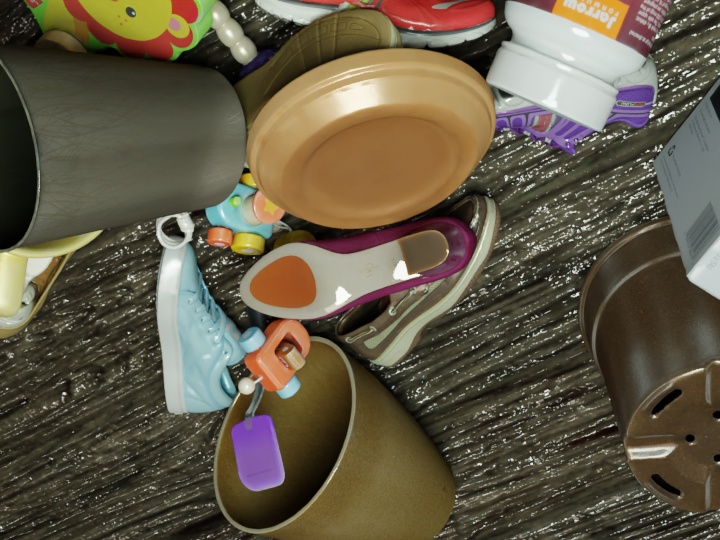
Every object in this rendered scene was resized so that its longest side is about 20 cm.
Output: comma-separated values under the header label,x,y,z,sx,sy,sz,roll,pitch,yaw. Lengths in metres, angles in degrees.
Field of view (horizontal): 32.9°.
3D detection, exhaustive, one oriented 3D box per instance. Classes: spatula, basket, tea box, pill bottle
label,x,y,z,sx,sy,sz,roll,pitch,yaw
spatula,-0.095,0.100,1.116,0.056,0.202,0.020,-23,148,37
basket,-0.196,-0.098,0.914,0.180,0.199,0.137,41,123,34
tea box,0.357,-0.044,0.961,0.196,0.201,0.134,29,119,-11
pill bottle,0.174,-0.213,0.894,0.113,0.114,0.202,22,99,-7

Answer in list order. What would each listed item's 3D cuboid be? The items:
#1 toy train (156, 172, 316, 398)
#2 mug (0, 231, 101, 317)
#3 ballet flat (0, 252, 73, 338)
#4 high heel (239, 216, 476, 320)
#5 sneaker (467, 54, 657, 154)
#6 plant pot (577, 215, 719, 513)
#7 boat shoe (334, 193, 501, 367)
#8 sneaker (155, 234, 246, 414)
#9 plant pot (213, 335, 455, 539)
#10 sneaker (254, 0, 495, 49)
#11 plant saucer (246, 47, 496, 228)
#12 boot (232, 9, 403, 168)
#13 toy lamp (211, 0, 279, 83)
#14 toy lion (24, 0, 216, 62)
label,x,y,z,sx,sy,sz,roll,pitch,yaw
toy train,-0.083,0.005,1.068,0.055,0.150,0.201,-10,120,46
mug,-0.304,-0.076,1.017,0.150,0.187,0.153,47,158,-29
ballet flat,-0.318,0.003,1.140,0.068,0.063,0.200,31,119,-14
high heel,0.000,0.000,1.027,0.198,0.096,0.068,-9,91,22
sneaker,0.146,-0.129,1.006,0.198,0.081,0.084,-6,126,9
plant pot,0.293,0.087,1.047,0.198,0.199,0.202,2,122,4
boat shoe,0.045,0.007,1.091,0.074,0.075,0.203,23,121,-23
sneaker,-0.147,0.051,1.152,0.081,0.074,0.201,-1,130,-3
plant pot,-0.007,0.190,1.163,0.186,0.187,0.199,-37,131,24
sneaker,0.014,-0.228,0.965,0.198,0.077,0.086,9,112,-2
plant saucer,0.012,-0.091,0.945,0.198,0.038,0.201,-10,150,-6
boot,-0.010,-0.121,0.991,0.199,0.073,0.155,-29,141,33
toy lamp,-0.137,-0.232,0.985,0.058,0.058,0.200,-32,112,22
toy lion,-0.212,-0.241,0.941,0.191,0.069,0.200,-18,121,42
